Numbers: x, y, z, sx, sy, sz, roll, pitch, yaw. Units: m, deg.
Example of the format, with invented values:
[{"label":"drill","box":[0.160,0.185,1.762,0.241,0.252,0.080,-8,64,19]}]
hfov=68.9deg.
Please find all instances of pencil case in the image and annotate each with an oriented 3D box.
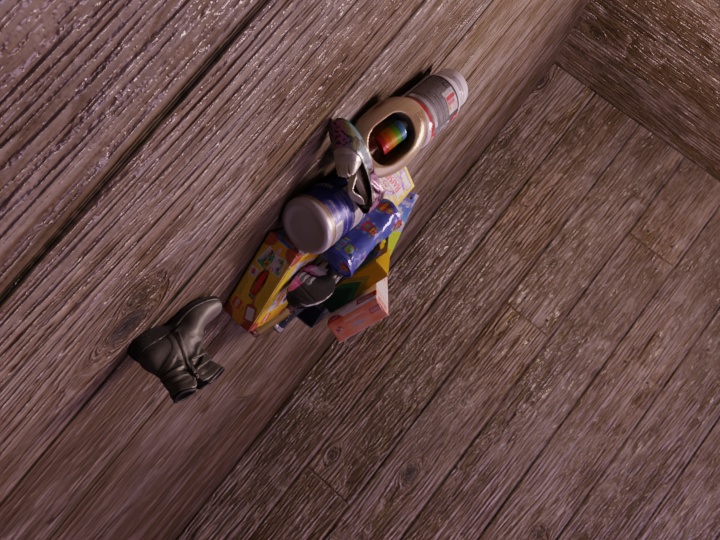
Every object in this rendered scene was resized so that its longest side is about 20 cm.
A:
[{"label":"pencil case","box":[0.008,-0.070,1.128,0.200,0.078,0.087,-45,172,-28]}]

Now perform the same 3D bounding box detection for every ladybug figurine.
[{"label":"ladybug figurine","box":[0.050,-0.267,1.052,0.199,0.137,0.072,-36,-154,-18]}]

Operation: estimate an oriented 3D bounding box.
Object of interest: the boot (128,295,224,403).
[{"label":"boot","box":[-0.279,0.135,0.894,0.200,0.130,0.068,-40,168,-52]}]

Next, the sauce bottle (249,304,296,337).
[{"label":"sauce bottle","box":[-0.182,0.078,1.238,0.198,0.067,0.066,-34,170,-4]}]

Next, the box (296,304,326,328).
[{"label":"box","box":[-0.105,0.044,1.517,0.201,0.104,0.148,-54,174,16]}]

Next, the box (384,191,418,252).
[{"label":"box","box":[0.070,-0.116,1.342,0.121,0.047,0.203,1,116,-64]}]

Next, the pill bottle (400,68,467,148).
[{"label":"pill bottle","box":[0.154,-0.367,1.177,0.200,0.115,0.116,-46,170,-32]}]

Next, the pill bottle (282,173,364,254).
[{"label":"pill bottle","box":[-0.056,-0.126,1.054,0.200,0.115,0.116,-43,169,-47]}]

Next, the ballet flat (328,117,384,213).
[{"label":"ballet flat","box":[-0.010,-0.180,0.962,0.072,0.068,0.201,-65,145,-28]}]

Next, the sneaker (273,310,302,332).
[{"label":"sneaker","box":[-0.175,0.082,1.361,0.146,0.077,0.202,-41,-178,4]}]

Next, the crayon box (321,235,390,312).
[{"label":"crayon box","box":[0.000,0.000,1.206,0.199,0.052,0.126,-34,-160,21]}]

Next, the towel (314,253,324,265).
[{"label":"towel","box":[-0.074,-0.036,1.300,0.170,0.048,0.202,-27,144,-32]}]

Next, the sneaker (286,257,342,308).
[{"label":"sneaker","box":[-0.093,0.031,1.130,0.086,0.081,0.199,-45,174,41]}]

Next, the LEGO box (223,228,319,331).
[{"label":"LEGO box","box":[-0.178,0.013,1.105,0.201,0.077,0.149,-55,171,20]}]

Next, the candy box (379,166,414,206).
[{"label":"candy box","box":[0.050,-0.225,1.150,0.102,0.026,0.201,-47,135,-15]}]

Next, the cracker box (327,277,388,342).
[{"label":"cracker box","box":[-0.003,0.067,1.240,0.133,0.058,0.201,-30,-159,15]}]
